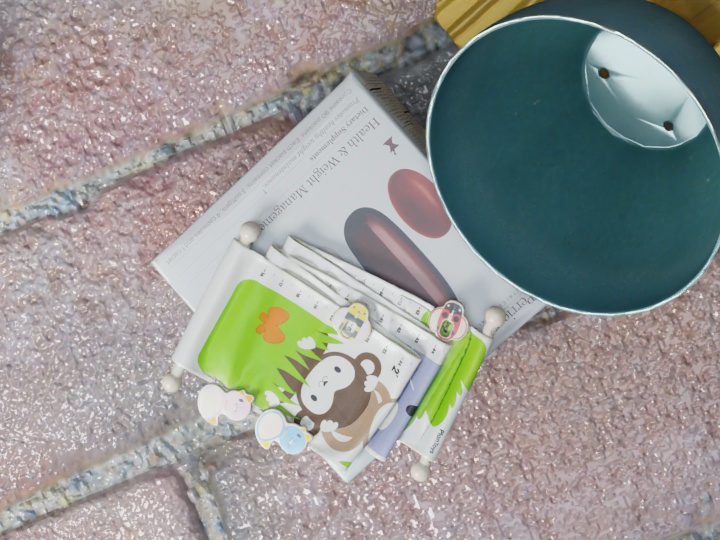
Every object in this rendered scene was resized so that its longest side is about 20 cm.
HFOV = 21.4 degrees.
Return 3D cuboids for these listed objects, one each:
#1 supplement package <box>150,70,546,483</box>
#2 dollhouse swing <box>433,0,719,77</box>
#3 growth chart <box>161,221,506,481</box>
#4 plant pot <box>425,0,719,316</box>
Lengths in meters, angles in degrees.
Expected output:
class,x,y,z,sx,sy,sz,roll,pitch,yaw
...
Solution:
class,x,y,z,sx,sy,sz,roll,pitch,yaw
supplement package,0.000,0.000,1.319,0.191,0.147,0.200,-43,90,8
dollhouse swing,0.151,-0.184,1.269,0.181,0.176,0.200,-41,92,8
growth chart,-0.021,0.057,1.244,0.198,0.018,0.146,21,99,5
plant pot,0.159,-0.092,1.199,0.198,0.135,0.202,17,127,24
